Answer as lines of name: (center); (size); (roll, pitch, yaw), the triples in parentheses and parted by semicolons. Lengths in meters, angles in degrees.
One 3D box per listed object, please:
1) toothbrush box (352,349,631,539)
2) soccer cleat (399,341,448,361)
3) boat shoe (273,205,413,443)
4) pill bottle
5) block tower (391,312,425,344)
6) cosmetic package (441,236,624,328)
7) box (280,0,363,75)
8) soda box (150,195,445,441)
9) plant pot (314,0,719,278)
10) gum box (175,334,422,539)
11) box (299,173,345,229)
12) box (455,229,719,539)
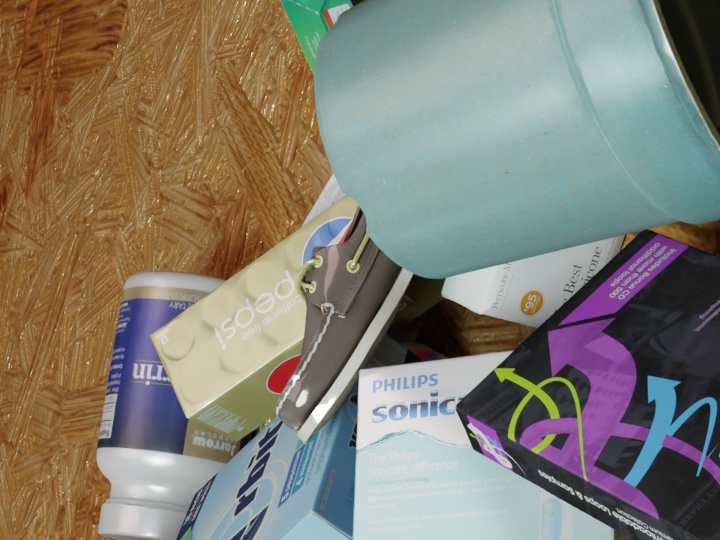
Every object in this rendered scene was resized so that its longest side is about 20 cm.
toothbrush box: (0.076, 0.148, 0.935); (0.146, 0.085, 0.201); (-9, 67, 25)
soccer cleat: (0.015, 0.146, 1.130); (0.073, 0.068, 0.201); (24, 95, 64)
boat shoe: (0.000, 0.000, 1.012); (0.200, 0.059, 0.072); (-60, 2, -12)
pill bottle: (-0.138, 0.109, 1.371); (0.116, 0.115, 0.201); (-13, 67, 59)
block tower: (-0.011, 0.091, 1.196); (0.054, 0.058, 0.201); (-67, -4, -77)
cosmetic package: (0.119, -0.067, 1.023); (0.051, 0.082, 0.201); (28, 103, 61)
box: (0.013, -0.170, 1.172); (0.048, 0.118, 0.200); (-16, 24, 20)
soda box: (-0.028, 0.020, 1.117); (0.200, 0.064, 0.068); (-35, 60, 11)
plant pot: (0.096, -0.094, 0.892); (0.196, 0.200, 0.201); (-19, 58, 31)
gum box: (-0.052, 0.148, 1.073); (0.200, 0.044, 0.170); (-45, 15, 34)
box: (-0.024, -0.010, 1.242); (0.042, 0.039, 0.200); (57, 148, 16)
box: (0.158, 0.061, 0.824); (0.143, 0.036, 0.200); (-41, 38, -19)
